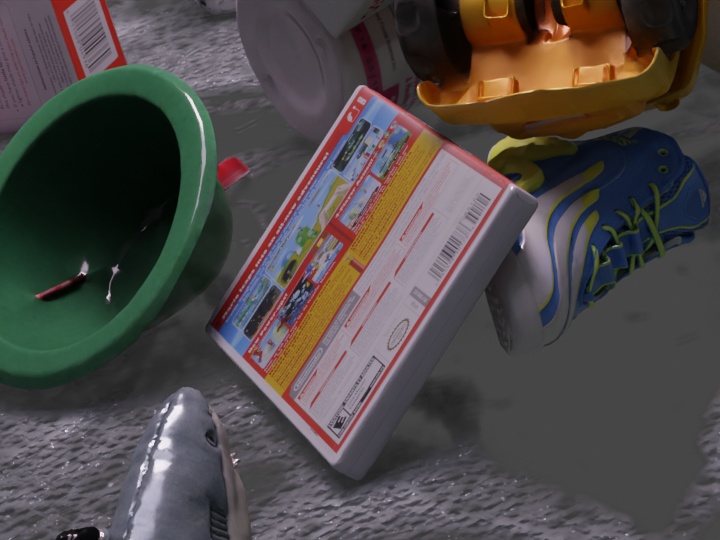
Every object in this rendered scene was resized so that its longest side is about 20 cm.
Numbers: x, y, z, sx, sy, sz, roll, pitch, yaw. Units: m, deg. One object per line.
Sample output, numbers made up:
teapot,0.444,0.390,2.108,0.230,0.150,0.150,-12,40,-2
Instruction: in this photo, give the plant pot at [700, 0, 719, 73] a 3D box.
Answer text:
plant pot,0.249,-0.199,1.477,0.199,0.201,0.177,-30,12,-27

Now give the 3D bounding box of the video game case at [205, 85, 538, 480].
video game case,0.000,0.000,1.294,0.143,0.017,0.200,-57,25,3

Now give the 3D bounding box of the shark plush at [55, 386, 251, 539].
shark plush,-0.101,0.128,1.087,0.090,0.084,0.200,1,28,38

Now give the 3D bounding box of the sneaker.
sneaker,0.107,-0.026,1.305,0.104,0.076,0.200,-13,21,9

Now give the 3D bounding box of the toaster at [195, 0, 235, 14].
toaster,-0.078,-0.257,1.919,0.113,0.130,0.200,-15,21,8

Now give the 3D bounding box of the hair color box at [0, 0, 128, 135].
hair color box,-0.251,-0.139,1.809,0.199,0.102,0.061,-4,26,29

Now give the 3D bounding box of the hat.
hat,-0.088,0.000,1.471,0.165,0.176,0.201,5,69,40

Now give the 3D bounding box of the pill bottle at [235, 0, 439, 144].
pill bottle,0.039,-0.160,1.622,0.199,0.114,0.113,-29,24,-25

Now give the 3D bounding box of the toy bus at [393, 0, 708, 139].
toy bus,0.109,-0.135,1.353,0.135,0.192,0.201,-6,63,20

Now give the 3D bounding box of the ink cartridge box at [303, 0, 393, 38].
ink cartridge box,0.055,-0.224,1.508,0.200,0.083,0.147,-34,-6,-26
